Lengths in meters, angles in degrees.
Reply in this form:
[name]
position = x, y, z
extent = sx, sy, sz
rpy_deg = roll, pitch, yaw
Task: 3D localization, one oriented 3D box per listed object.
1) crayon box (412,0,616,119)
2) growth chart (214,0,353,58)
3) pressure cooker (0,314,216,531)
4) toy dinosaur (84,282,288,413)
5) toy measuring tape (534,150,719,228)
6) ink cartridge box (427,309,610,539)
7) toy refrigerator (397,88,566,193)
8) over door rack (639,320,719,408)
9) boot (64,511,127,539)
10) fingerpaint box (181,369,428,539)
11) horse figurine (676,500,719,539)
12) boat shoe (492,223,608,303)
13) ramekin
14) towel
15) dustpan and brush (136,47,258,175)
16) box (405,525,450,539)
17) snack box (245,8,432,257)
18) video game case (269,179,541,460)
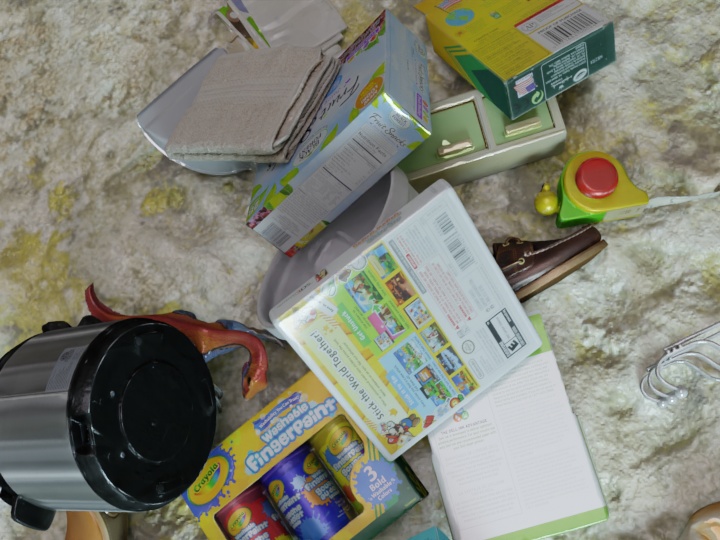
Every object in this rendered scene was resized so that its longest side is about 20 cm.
[crayon box]
position = 0.155, -0.248, 0.884
extent = 0.126, 0.051, 0.201
rpy_deg = -29, 45, -5
[growth chart]
position = -0.095, -0.295, 0.982
extent = 0.143, 0.018, 0.202
rpy_deg = -25, 75, -8
[pressure cooker]
position = -0.258, 0.136, 0.807
extent = 0.198, 0.175, 0.181
rpy_deg = -9, 101, 31
[toy dinosaur]
position = -0.173, 0.083, 0.862
extent = 0.180, 0.198, 0.106
rpy_deg = -17, 52, 52
[toy measuring tape]
position = 0.272, -0.092, 0.864
extent = 0.197, 0.074, 0.075
rpy_deg = -10, 77, 1
[ink cartridge box]
position = 0.140, 0.159, 0.830
extent = 0.146, 0.076, 0.203
rpy_deg = -17, 75, 7
[toy refrigerator]
position = 0.110, -0.140, 0.899
extent = 0.197, 0.070, 0.077
rpy_deg = -16, 76, 7
[over door rack]
position = 0.352, 0.057, 0.773
extent = 0.199, 0.148, 0.067
rpy_deg = -38, 72, 2
[boot]
position = -0.299, 0.308, 0.892
extent = 0.155, 0.077, 0.200
rpy_deg = -45, 82, 3
[fingerpaint box]
position = -0.059, 0.219, 0.855
extent = 0.199, 0.073, 0.168
rpy_deg = -37, 75, 1
[horse figurine]
position = 0.326, 0.274, 0.780
extent = 0.200, 0.050, 0.133
rpy_deg = -49, 64, 7
[boat shoe]
position = 0.151, 0.003, 0.861
extent = 0.198, 0.070, 0.071
rpy_deg = -31, 79, 3
[ramekin]
position = 0.000, 0.000, 0.830
extent = 0.105, 0.200, 0.201
rpy_deg = 37, 87, -23
[towel]
position = -0.116, -0.170, 0.872
extent = 0.198, 0.034, 0.134
rpy_deg = 6, 62, 43
[dustpan and brush]
position = -0.139, -0.144, 0.962
extent = 0.139, 0.057, 0.200
rpy_deg = -43, 68, -13
[box]
position = 0.008, 0.312, 0.772
extent = 0.198, 0.082, 0.049
rpy_deg = -30, 33, 15
[snack box]
position = -0.021, -0.136, 0.841
extent = 0.200, 0.067, 0.170
rpy_deg = -40, 29, 31
[video game case]
position = 0.047, 0.051, 0.741
extent = 0.181, 0.201, 0.023
rpy_deg = -37, 33, -1
